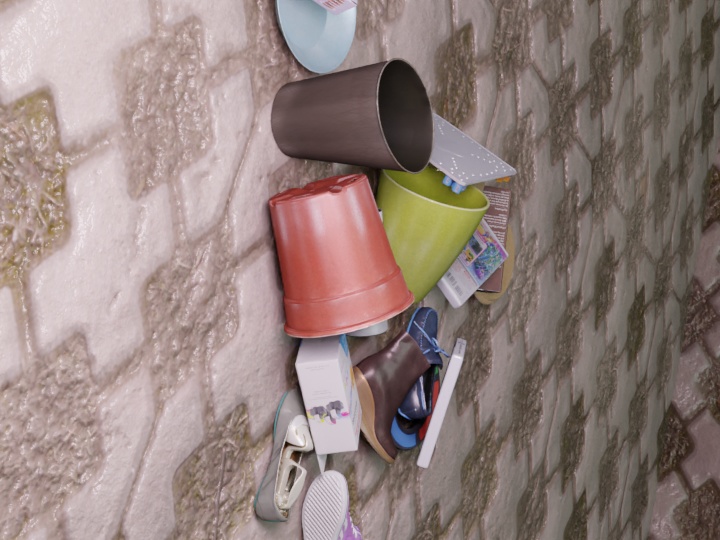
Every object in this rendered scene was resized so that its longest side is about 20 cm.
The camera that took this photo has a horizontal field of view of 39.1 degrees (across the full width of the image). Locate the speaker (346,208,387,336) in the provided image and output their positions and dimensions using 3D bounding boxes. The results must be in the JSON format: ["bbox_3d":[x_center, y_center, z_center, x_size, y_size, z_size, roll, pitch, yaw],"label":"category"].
[{"bbox_3d":[0.000,0.000,1.630,0.081,0.081,0.201,-19,110,-55],"label":"speaker"}]

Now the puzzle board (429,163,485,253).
[{"bbox_3d":[0.153,-0.147,1.837,0.151,0.017,0.200,34,54,-22],"label":"puzzle board"}]

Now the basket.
[{"bbox_3d":[-0.018,-0.220,1.464,0.180,0.199,0.136,57,47,-44],"label":"basket"}]

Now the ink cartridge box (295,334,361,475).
[{"bbox_3d":[-0.043,0.201,1.559,0.115,0.068,0.201,-80,161,-66],"label":"ink cartridge box"}]

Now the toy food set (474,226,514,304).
[{"bbox_3d":[0.257,-0.032,2.055,0.198,0.049,0.201,45,57,-49],"label":"toy food set"}]

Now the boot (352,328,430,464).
[{"bbox_3d":[0.059,0.215,1.701,0.166,0.072,0.200,-39,123,-12],"label":"boot"}]

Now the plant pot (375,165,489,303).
[{"bbox_3d":[0.093,-0.053,1.686,0.187,0.187,0.201,-16,131,-56],"label":"plant pot"}]

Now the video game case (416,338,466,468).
[{"bbox_3d":[0.144,0.227,1.768,0.182,0.023,0.201,-34,142,-81],"label":"video game case"}]

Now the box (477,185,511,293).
[{"bbox_3d":[0.223,-0.061,1.937,0.100,0.075,0.201,8,84,-12],"label":"box"}]

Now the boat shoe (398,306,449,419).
[{"bbox_3d":[0.120,0.164,1.781,0.084,0.068,0.201,19,74,-49],"label":"boat shoe"}]

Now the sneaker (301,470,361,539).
[{"bbox_3d":[-0.040,0.404,1.633,0.114,0.072,0.201,-16,117,-59],"label":"sneaker"}]

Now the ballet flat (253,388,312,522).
[{"bbox_3d":[-0.102,0.278,1.517,0.067,0.064,0.201,38,62,-52],"label":"ballet flat"}]

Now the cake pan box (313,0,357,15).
[{"bbox_3d":[-0.078,-0.484,1.419,0.200,0.052,0.185,21,63,-44],"label":"cake pan box"}]

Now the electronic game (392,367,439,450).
[{"bbox_3d":[0.091,0.225,1.832,0.200,0.041,0.201,-9,100,-57],"label":"electronic game"}]

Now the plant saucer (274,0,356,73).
[{"bbox_3d":[-0.075,-0.394,1.504,0.201,0.039,0.202,-8,100,-56],"label":"plant saucer"}]

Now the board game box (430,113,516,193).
[{"bbox_3d":[0.145,-0.204,1.739,0.200,0.200,0.026,-17,140,-53],"label":"board game box"}]

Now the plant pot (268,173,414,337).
[{"bbox_3d":[-0.039,-0.029,1.479,0.201,0.200,0.196,-30,111,-52],"label":"plant pot"}]

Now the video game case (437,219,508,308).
[{"bbox_3d":[0.165,-0.059,1.834,0.200,0.024,0.182,54,49,-6],"label":"video game case"}]
